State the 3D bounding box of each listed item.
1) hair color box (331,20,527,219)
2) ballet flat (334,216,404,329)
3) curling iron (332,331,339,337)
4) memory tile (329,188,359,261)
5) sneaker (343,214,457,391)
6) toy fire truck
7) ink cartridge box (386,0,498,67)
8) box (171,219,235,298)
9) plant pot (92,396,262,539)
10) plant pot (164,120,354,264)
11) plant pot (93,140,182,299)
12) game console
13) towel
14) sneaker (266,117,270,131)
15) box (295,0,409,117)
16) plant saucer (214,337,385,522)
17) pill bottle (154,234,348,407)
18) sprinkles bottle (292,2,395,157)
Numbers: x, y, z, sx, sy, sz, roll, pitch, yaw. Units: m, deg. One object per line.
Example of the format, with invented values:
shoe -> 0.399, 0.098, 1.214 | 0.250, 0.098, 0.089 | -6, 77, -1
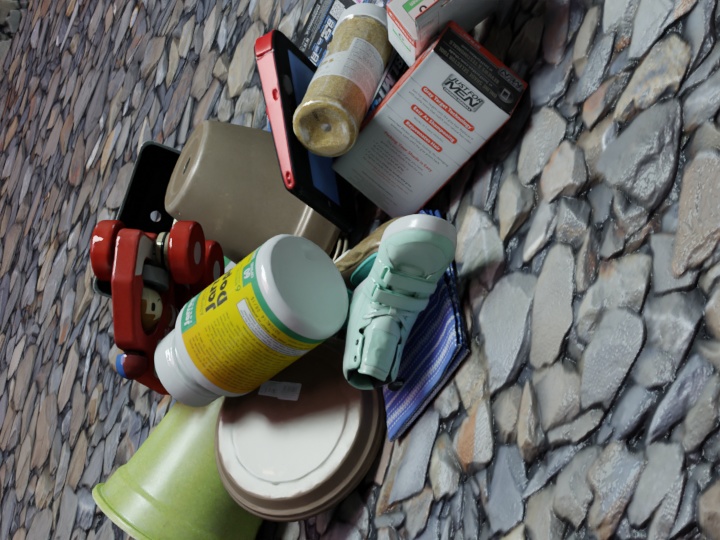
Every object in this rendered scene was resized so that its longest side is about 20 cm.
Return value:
hair color box -> 0.065, -0.142, 1.576 | 0.200, 0.101, 0.061 | -44, 9, 46
ballet flat -> 0.000, 0.000, 1.641 | 0.200, 0.067, 0.073 | -43, 19, 52
curling iron -> -0.041, 0.070, 1.764 | 0.201, 0.025, 0.050 | -56, 23, 31
memory tile -> -0.044, -0.023, 1.814 | 0.153, 0.017, 0.202 | -35, 36, 59
sneaker -> 0.038, 0.038, 1.503 | 0.201, 0.073, 0.119 | 121, 160, -53
toy fire truck -> -0.220, 0.039, 1.705 | 0.200, 0.111, 0.170 | 52, -140, -73
ink cartridge box -> 0.080, -0.264, 1.545 | 0.109, 0.050, 0.200 | -38, -7, -2
box -> -0.180, 0.026, 1.949 | 0.036, 0.143, 0.202 | 166, 121, -83
plant pot -> -0.163, 0.216, 1.756 | 0.185, 0.200, 0.200 | -58, 25, 1
plant pot -> -0.122, -0.087, 1.811 | 0.201, 0.173, 0.201 | -55, 20, 31
plant pot -> -0.220, -0.047, 2.056 | 0.177, 0.198, 0.201 | -138, 68, -78
game console -> -0.052, -0.143, 1.657 | 0.031, 0.200, 0.179 | -18, 73, 14
towel -> 0.051, 0.049, 1.582 | 0.145, 0.024, 0.201 | -55, 29, 35
sneaker -> -0.059, -0.179, 1.916 | 0.200, 0.078, 0.090 | -32, 43, 55
box -> 0.010, -0.237, 1.764 | 0.199, 0.049, 0.201 | 45, 118, 38
plant saucer -> -0.068, 0.156, 1.627 | 0.198, 0.029, 0.202 | -13, 60, 24
pill bottle -> -0.115, 0.057, 1.598 | 0.199, 0.112, 0.114 | -35, 41, 36
sprinkles bottle -> -0.013, -0.196, 1.623 | 0.068, 0.068, 0.201 | -51, 12, 38
